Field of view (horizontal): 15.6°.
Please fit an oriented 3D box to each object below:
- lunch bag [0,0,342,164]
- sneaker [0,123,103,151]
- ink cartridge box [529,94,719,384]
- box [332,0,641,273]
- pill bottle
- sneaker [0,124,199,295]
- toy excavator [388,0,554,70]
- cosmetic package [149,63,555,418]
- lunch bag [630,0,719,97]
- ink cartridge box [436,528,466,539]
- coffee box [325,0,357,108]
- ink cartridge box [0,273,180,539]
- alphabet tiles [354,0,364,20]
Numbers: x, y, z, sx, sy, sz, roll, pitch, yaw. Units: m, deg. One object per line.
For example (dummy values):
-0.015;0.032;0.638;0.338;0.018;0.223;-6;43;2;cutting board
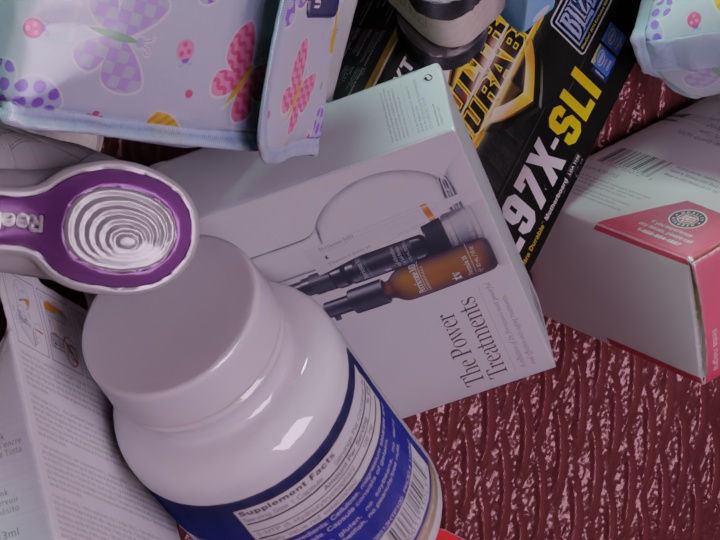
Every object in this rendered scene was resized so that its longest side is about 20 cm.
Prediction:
-0.079;-0.138;1.121;0.200;0.127;0.170;7;98;-44;lunch bag
-0.199;-0.041;1.222;0.200;0.081;0.075;-19;109;-34;sneaker
0.213;-0.030;1.485;0.200;0.146;0.083;-27;121;-29;ink cartridge box
0.064;-0.105;1.414;0.160;0.049;0.200;39;72;-39;box
-0.049;0.075;1.257;0.120;0.120;0.200;-52;139;-16;pill bottle
-0.174;-0.029;1.149;0.200;0.100;0.075;14;93;-13;sneaker
0.098;-0.185;1.307;0.200;0.194;0.100;-42;167;-9;toy excavator
0.000;0.000;1.313;0.151;0.052;0.200;-18;139;8;cosmetic package
0.261;-0.167;1.439;0.200;0.169;0.127;-41;118;-48;lunch bag
0.000;0.232;1.436;0.116;0.067;0.200;30;82;-38;ink cartridge box
-0.113;-0.143;1.241;0.200;0.114;0.080;13;92;-38;coffee box
-0.144;0.082;1.233;0.162;0.050;0.200;40;30;-65;ink cartridge box
0.008;-0.062;1.416;0.166;0.006;0.200;-36;119;-26;alphabet tiles
